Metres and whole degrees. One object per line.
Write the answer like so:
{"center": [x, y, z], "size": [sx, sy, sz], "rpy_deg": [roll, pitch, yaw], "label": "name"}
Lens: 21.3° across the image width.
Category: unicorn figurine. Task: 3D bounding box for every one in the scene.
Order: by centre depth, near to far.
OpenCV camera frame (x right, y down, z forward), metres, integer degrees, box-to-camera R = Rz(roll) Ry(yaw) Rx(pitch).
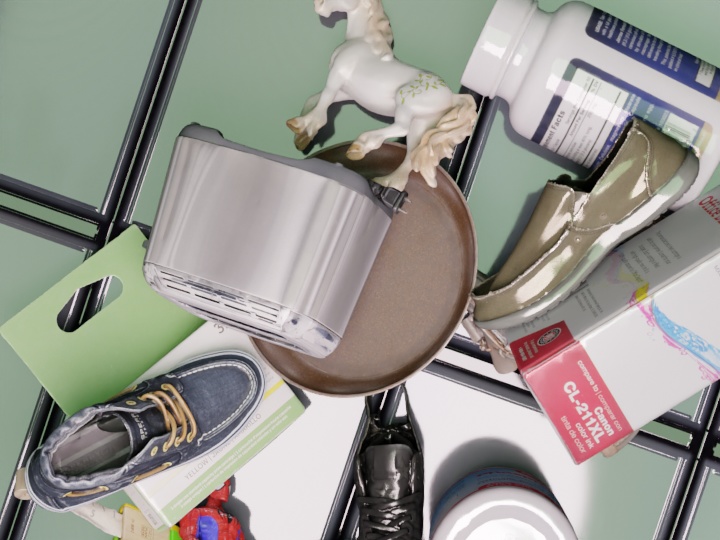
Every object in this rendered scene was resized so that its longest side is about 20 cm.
{"center": [0.006, -0.145, 1.461], "size": [0.199, 0.074, 0.138], "rpy_deg": [36, 75, 13], "label": "unicorn figurine"}

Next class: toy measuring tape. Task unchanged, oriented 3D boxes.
{"center": [-0.191, 0.212, 1.462], "size": [0.199, 0.073, 0.074], "rpy_deg": [29, 91, -28], "label": "toy measuring tape"}

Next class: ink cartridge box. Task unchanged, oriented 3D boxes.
{"center": [0.209, 0.034, 1.356], "size": [0.199, 0.146, 0.083], "rpy_deg": [-32, 101, 6], "label": "ink cartridge box"}
{"center": [-0.159, 0.077, 1.465], "size": [0.145, 0.048, 0.201], "rpy_deg": [-39, 91, -23], "label": "ink cartridge box"}

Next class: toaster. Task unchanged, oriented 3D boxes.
{"center": [-0.066, -0.019, 1.414], "size": [0.198, 0.114, 0.130], "rpy_deg": [17, 82, 23], "label": "toaster"}

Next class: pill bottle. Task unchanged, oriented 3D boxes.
{"center": [0.103, 0.202, 1.404], "size": [0.107, 0.200, 0.110], "rpy_deg": [0, 91, 2], "label": "pill bottle"}
{"center": [0.180, -0.135, 1.444], "size": [0.199, 0.111, 0.112], "rpy_deg": [27, 91, 2], "label": "pill bottle"}

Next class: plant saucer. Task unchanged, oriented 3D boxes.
{"center": [0.000, 0.000, 1.462], "size": [0.198, 0.032, 0.203], "rpy_deg": [-6, 75, 21], "label": "plant saucer"}

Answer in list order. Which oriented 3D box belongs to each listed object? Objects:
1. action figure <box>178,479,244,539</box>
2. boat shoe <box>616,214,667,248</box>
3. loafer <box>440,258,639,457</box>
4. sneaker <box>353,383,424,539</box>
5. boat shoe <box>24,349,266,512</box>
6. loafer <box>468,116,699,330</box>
{"center": [-0.103, 0.236, 1.435], "size": [0.065, 0.201, 0.052], "rpy_deg": [23, 127, -30], "label": "action figure"}
{"center": [0.264, 0.021, 1.463], "size": [0.200, 0.068, 0.072], "rpy_deg": [41, 92, 2], "label": "boat shoe"}
{"center": [0.134, 0.068, 1.471], "size": [0.199, 0.072, 0.063], "rpy_deg": [35, 98, -1], "label": "loafer"}
{"center": [0.019, 0.175, 1.428], "size": [0.059, 0.200, 0.105], "rpy_deg": [-2, 116, 6], "label": "sneaker"}
{"center": [-0.146, 0.113, 1.385], "size": [0.199, 0.091, 0.071], "rpy_deg": [-29, 85, -22], "label": "boat shoe"}
{"center": [0.150, -0.036, 1.383], "size": [0.200, 0.075, 0.070], "rpy_deg": [-41, 101, 7], "label": "loafer"}
